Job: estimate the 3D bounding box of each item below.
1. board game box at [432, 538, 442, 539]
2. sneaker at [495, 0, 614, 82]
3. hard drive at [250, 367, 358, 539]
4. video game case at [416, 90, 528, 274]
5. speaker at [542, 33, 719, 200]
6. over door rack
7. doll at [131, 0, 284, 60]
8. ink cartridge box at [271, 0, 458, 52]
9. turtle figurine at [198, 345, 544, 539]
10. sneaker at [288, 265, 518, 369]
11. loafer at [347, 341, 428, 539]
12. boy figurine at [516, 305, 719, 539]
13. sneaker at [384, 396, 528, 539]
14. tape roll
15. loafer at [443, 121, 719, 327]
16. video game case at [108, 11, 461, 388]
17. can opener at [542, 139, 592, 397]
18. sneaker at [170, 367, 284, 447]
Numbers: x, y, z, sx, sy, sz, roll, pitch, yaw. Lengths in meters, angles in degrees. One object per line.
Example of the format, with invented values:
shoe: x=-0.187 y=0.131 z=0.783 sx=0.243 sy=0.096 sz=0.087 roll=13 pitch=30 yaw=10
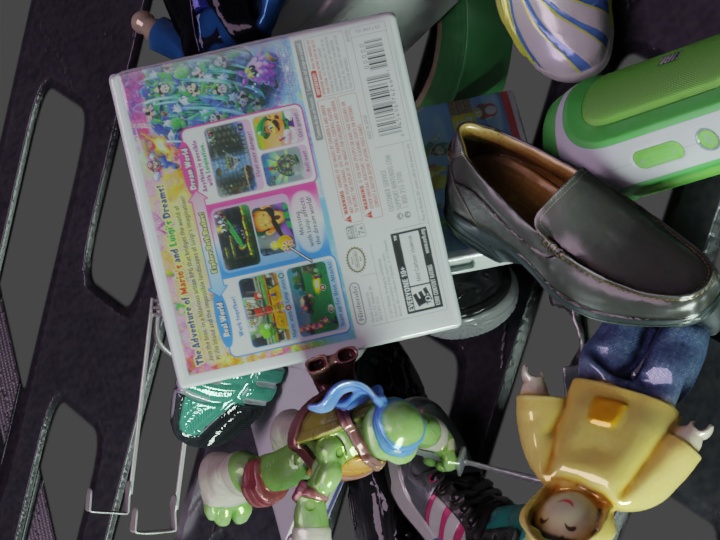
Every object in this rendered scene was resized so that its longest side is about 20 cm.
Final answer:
board game box: x=0.120 y=0.286 z=1.288 sx=0.200 sy=0.056 sz=0.196 roll=12 pitch=123 yaw=42
sneaker: x=0.109 y=-0.222 z=1.310 sx=0.075 sy=0.105 sz=0.201 roll=-19 pitch=72 yaw=7
hard drive: x=-0.045 y=0.090 z=1.494 sx=0.200 sy=0.025 sz=0.132 roll=-110 pitch=36 yaw=-51
video game case: x=0.016 y=-0.047 z=1.333 sx=0.017 sy=0.199 sz=0.143 roll=79 pitch=180 yaw=-48
speaker: x=0.206 y=-0.097 z=1.227 sx=0.200 sy=0.088 sz=0.089 roll=-17 pitch=78 yaw=46
over door rack: x=-0.140 y=0.108 z=1.584 sx=0.148 sy=0.066 sz=0.201 roll=-2 pitch=69 yaw=68
doll: x=-0.102 y=-0.188 z=1.306 sx=0.136 sy=0.048 sz=0.201 roll=-26 pitch=81 yaw=34
ink cartridge box: x=-0.041 y=-0.245 z=1.382 sx=0.147 sy=0.146 sz=0.201 roll=-40 pitch=63 yaw=40
turtle figurine: x=-0.002 y=0.148 z=1.297 sx=0.194 sy=0.200 sz=0.144 roll=-8 pitch=50 yaw=55
sneaker: x=0.000 y=0.000 z=1.387 sx=0.199 sy=0.114 sz=0.076 roll=-10 pitch=47 yaw=15
loafer: x=0.015 y=0.145 z=1.455 sx=0.070 sy=0.068 sz=0.201 roll=-26 pitch=69 yaw=51
boy figurine: x=0.146 y=0.097 z=1.240 sx=0.124 sy=0.064 sz=0.200 roll=23 pitch=72 yaw=20
sneaker: x=0.090 y=0.164 z=1.361 sx=0.121 sy=0.083 sz=0.201 roll=-35 pitch=73 yaw=47
tape roll: x=0.022 y=-0.167 z=1.458 sx=0.200 sy=0.048 sz=0.201 roll=2 pitch=92 yaw=48
loafer: x=0.128 y=-0.027 z=1.228 sx=0.200 sy=0.073 sz=0.072 roll=24 pitch=146 yaw=31
video game case: x=-0.046 y=-0.043 z=1.265 sx=0.024 sy=0.181 sz=0.201 roll=-96 pitch=-7 yaw=-85
can opener: x=0.157 y=0.007 z=1.324 sx=0.067 sy=0.053 sz=0.201 roll=-3 pitch=87 yaw=13
sneaker: x=-0.088 y=0.031 z=1.499 sx=0.200 sy=0.074 sz=0.088 roll=-64 pitch=26 yaw=13
